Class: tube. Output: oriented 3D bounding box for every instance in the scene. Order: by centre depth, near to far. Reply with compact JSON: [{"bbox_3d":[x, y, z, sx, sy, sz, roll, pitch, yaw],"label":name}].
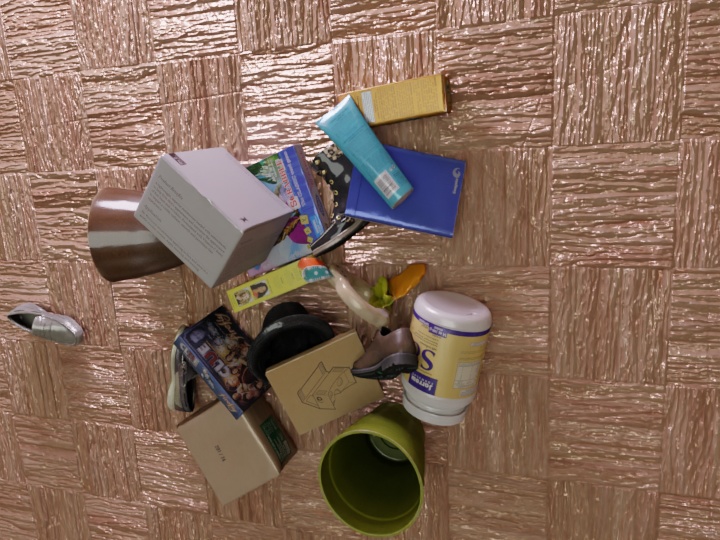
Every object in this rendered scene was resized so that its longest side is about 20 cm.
[{"bbox_3d":[0.011,-0.200,1.015,0.077,0.050,0.202,-37,85,-7],"label":"tube"}]

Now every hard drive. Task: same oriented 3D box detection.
[{"bbox_3d":[0.079,-0.143,1.046,0.193,0.025,0.137,11,89,2],"label":"hard drive"}]

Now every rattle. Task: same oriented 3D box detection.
[{"bbox_3d":[0.000,0.000,1.087,0.199,0.131,0.143,41,121,-5],"label":"rattle"}]

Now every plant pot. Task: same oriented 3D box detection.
[{"bbox_3d":[0.043,0.352,1.128,0.193,0.193,0.208,4,105,17],"label":"plant pot"},{"bbox_3d":[-0.415,-0.076,1.207,0.192,0.187,0.194,-2,103,6],"label":"plant pot"}]

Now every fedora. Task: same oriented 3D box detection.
[{"bbox_3d":[-0.144,0.133,1.183,0.200,0.198,0.093,-41,45,22],"label":"fedora"}]

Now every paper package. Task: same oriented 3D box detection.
[{"bbox_3d":[-0.267,0.368,1.289,0.188,0.103,0.204,-32,90,23],"label":"paper package"}]

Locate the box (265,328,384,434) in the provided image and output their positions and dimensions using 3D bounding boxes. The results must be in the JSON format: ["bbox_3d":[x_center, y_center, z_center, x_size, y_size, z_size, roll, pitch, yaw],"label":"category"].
[{"bbox_3d":[-0.067,0.222,1.172,0.195,0.021,0.167,-24,114,3],"label":"box"}]

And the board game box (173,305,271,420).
[{"bbox_3d":[-0.272,0.187,1.228,0.201,0.135,0.035,49,127,2],"label":"board game box"}]

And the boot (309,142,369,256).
[{"bbox_3d":[-0.043,-0.139,1.096,0.198,0.073,0.152,-38,88,8],"label":"boot"}]

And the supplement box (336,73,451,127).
[{"bbox_3d":[0.060,-0.292,1.039,0.193,0.066,0.071,-7,101,21],"label":"supplement box"}]

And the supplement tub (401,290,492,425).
[{"bbox_3d":[0.150,0.155,1.070,0.141,0.145,0.207,14,106,15],"label":"supplement tub"}]

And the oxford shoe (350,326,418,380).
[{"bbox_3d":[0.043,0.151,1.076,0.199,0.071,0.087,-33,52,53],"label":"oxford shoe"}]

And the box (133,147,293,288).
[{"bbox_3d":[-0.260,-0.104,1.077,0.198,0.200,0.132,41,114,6],"label":"box"}]

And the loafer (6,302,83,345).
[{"bbox_3d":[-0.751,0.135,1.418,0.194,0.070,0.072,16,108,15],"label":"loafer"}]

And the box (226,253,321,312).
[{"bbox_3d":[-0.168,0.024,1.190,0.195,0.075,0.052,-22,93,23],"label":"box"}]

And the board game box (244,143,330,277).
[{"bbox_3d":[-0.169,-0.115,1.173,0.194,0.041,0.206,-19,96,22],"label":"board game box"}]

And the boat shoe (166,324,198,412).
[{"bbox_3d":[-0.385,0.220,1.316,0.063,0.072,0.207,11,104,3],"label":"boat shoe"}]
